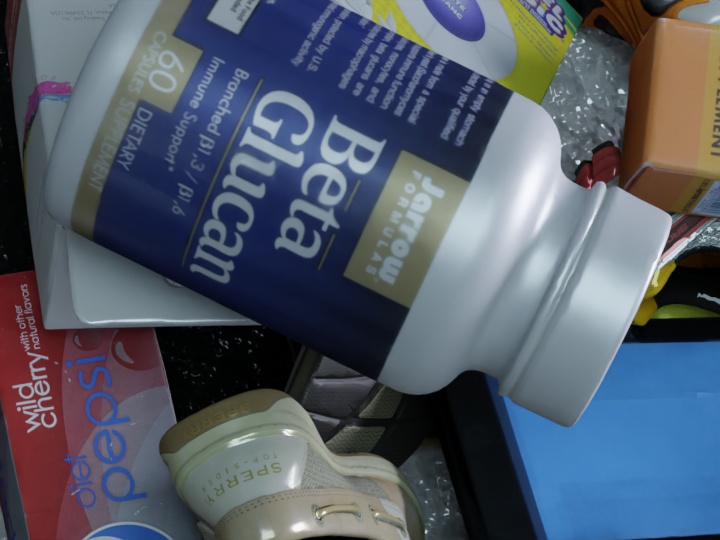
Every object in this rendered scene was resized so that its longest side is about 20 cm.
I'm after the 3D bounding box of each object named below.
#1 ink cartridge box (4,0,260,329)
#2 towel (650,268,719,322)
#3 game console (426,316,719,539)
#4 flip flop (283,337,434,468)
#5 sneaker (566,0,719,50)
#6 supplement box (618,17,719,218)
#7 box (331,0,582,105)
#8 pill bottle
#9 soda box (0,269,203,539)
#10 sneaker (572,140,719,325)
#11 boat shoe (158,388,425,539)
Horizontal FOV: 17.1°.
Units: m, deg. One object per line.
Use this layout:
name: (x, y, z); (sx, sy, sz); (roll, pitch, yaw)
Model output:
ink cartridge box: (-0.072, -0.044, 0.932); (0.116, 0.068, 0.201); (-1, 53, -15)
towel: (0.163, 0.041, 1.050); (0.198, 0.018, 0.087); (0, 78, -14)
game console: (0.145, 0.076, 0.934); (0.198, 0.176, 0.117); (-1, 89, -23)
flip flop: (0.000, 0.000, 0.993); (0.081, 0.057, 0.201); (32, 62, -45)
sneaker: (0.126, -0.148, 1.049); (0.200, 0.076, 0.092); (40, 58, -6)
supplement box: (0.208, -0.051, 0.963); (0.198, 0.069, 0.067); (8, 77, -4)
box: (0.024, -0.100, 0.961); (0.117, 0.048, 0.200); (45, 30, -10)
pill bottle: (0.001, -0.026, 0.825); (0.199, 0.111, 0.112); (26, 76, 2)
soda box: (-0.101, 0.099, 0.925); (0.069, 0.064, 0.201); (-9, 67, -15)
sneaker: (0.191, -0.010, 1.026); (0.198, 0.078, 0.083); (-3, 59, -6)
boat shoe: (-0.016, 0.106, 0.907); (0.072, 0.200, 0.065); (-27, 64, 6)
